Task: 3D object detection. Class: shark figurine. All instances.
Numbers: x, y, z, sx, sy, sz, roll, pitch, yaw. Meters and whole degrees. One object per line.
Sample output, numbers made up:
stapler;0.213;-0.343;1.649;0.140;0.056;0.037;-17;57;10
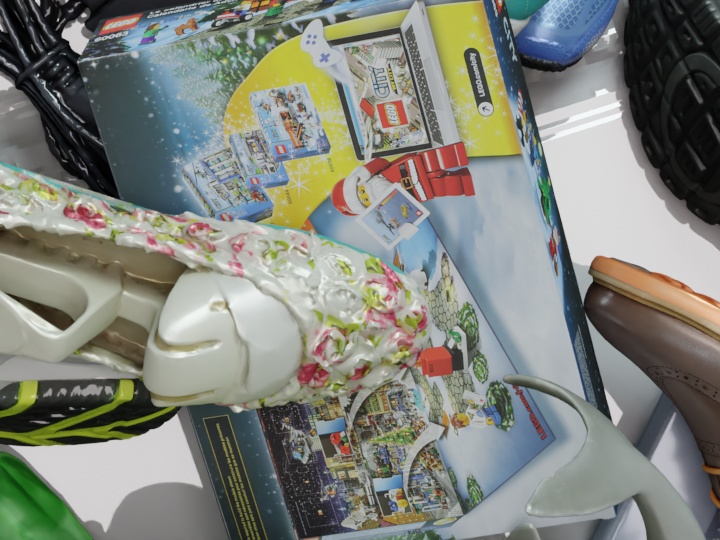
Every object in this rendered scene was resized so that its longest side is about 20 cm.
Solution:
shark figurine;0.082;0.128;0.983;0.128;0.215;0.090;17;53;-2

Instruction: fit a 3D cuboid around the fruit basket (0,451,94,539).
fruit basket;-0.081;0.136;0.961;0.216;0.216;0.156;-40;96;-5

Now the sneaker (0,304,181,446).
sneaker;-0.162;0.020;1.030;0.200;0.075;0.076;1;70;-9

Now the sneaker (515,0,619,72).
sneaker;0.078;-0.169;1.036;0.079;0.089;0.200;10;91;-10

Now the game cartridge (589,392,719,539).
game cartridge;0.187;0.110;1.084;0.200;0.041;0.133;27;91;-7

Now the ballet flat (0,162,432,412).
ballet flat;-0.079;0.013;0.963;0.200;0.064;0.076;12;124;3

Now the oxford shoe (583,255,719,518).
oxford shoe;0.146;0.073;1.027;0.200;0.071;0.073;40;90;-7

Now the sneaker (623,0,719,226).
sneaker;0.171;-0.038;1.066;0.091;0.076;0.200;-32;86;-32

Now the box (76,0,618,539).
box;0.000;0.000;1.001;0.137;0.038;0.200;-9;115;14

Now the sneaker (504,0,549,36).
sneaker;0.014;-0.170;0.959;0.200;0.084;0.121;38;113;-23

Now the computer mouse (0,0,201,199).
computer mouse;-0.049;-0.124;1.041;0.200;0.053;0.139;-44;95;-4
